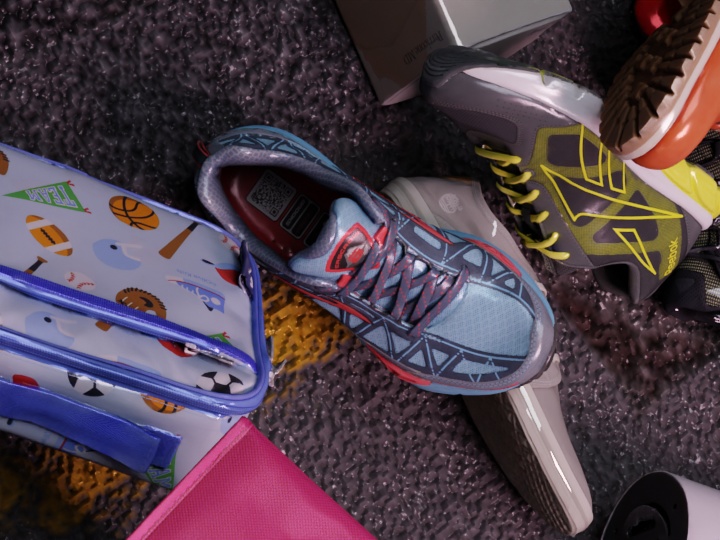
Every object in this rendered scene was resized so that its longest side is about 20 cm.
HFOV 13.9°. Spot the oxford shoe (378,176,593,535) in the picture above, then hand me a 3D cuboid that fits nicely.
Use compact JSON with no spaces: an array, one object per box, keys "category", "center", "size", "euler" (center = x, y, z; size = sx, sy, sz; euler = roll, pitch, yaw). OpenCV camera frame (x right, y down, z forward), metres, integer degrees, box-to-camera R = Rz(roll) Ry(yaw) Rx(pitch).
[{"category":"oxford shoe","center":[0.074,0.037,1.484],"size":[0.058,0.075,0.200],"euler":[-23,81,-19]}]

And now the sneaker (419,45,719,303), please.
[{"category":"sneaker","center":[0.101,-0.044,1.470],"size":[0.200,0.074,0.085],"euler":[28,88,-34]}]

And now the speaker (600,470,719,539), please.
[{"category":"speaker","center":[0.221,0.167,1.512],"size":[0.200,0.081,0.081],"euler":[21,65,-26]}]

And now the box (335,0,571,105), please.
[{"category":"box","center":[0.021,-0.197,1.522],"size":[0.078,0.095,0.200],"euler":[-21,83,-31]}]

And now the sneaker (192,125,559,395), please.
[{"category":"sneaker","center":[0.000,0.000,1.413],"size":[0.200,0.096,0.079],"euler":[29,95,9]}]

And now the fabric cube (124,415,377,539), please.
[{"category":"fabric cube","center":[-0.057,0.223,1.255],"size":[0.199,0.200,0.196],"euler":[41,63,4]}]

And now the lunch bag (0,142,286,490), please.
[{"category":"lunch bag","center":[-0.132,0.020,1.335],"size":[0.199,0.076,0.160],"euler":[18,29,-14]}]

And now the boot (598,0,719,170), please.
[{"category":"boot","center":[0.191,-0.094,1.440],"size":[0.107,0.075,0.200],"euler":[48,46,-8]}]

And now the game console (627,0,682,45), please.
[{"category":"game console","center":[0.236,-0.106,1.585],"size":[0.200,0.119,0.172],"euler":[40,61,-3]}]

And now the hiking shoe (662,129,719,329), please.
[{"category":"hiking shoe","center":[0.193,-0.023,1.567],"size":[0.101,0.076,0.200],"euler":[-37,94,-38]}]
